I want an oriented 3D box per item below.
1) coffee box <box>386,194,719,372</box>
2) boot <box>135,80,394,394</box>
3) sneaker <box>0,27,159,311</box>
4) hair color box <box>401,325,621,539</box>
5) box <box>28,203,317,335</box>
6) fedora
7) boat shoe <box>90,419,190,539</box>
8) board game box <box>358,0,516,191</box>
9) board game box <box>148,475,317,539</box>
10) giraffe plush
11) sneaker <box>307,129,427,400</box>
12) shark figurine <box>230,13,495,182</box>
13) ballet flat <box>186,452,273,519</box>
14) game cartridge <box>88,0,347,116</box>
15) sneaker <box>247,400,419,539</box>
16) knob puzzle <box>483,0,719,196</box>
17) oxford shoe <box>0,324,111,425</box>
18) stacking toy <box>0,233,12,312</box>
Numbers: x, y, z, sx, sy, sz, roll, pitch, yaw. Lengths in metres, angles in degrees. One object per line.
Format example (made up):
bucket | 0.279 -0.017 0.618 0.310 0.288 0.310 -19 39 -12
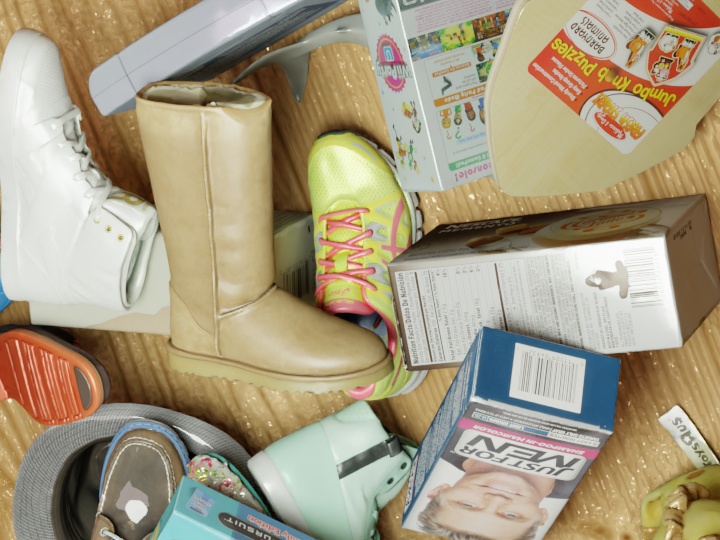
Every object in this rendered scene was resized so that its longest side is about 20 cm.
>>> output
coffee box | 0.133 0.008 1.642 0.199 0.114 0.080 -6 102 25
boot | -0.066 -0.021 1.629 0.174 0.066 0.201 4 113 16
sneaker | -0.191 -0.068 1.684 0.115 0.074 0.201 9 114 19
hair color box | 0.100 0.120 1.642 0.099 0.061 0.200 14 148 -5
box | -0.138 -0.002 1.762 0.199 0.095 0.078 4 105 23
fedora | -0.153 0.171 1.813 0.199 0.090 0.178 8 110 8
boat shoe | -0.162 0.208 1.738 0.072 0.072 0.201 8 111 7
board game box | 0.078 -0.167 1.597 0.064 0.147 0.201 3 109 63
board game box | -0.101 0.260 1.688 0.150 0.047 0.201 26 118 -8
giraffe plush | 0.256 0.188 1.610 0.200 0.162 0.173 37 115 9
sneaker | 0.000 0.000 1.707 0.078 0.090 0.201 -11 98 25
shark figurine | 0.026 -0.142 1.663 0.213 0.089 0.129 22 110 14
ballet flat | -0.074 0.224 1.726 0.075 0.064 0.201 -10 118 50
game cartridge | -0.089 -0.169 1.676 0.199 0.133 0.042 -27 85 25
sneaker | 0.011 0.188 1.762 0.118 0.074 0.201 -31 119 -7
knob puzzle | 0.154 -0.131 1.562 0.030 0.219 0.220 52 123 44
oxford shoe | -0.229 0.066 1.784 0.200 0.072 0.072 11 115 54
stacking toy | -0.344 -0.047 1.841 0.110 0.116 0.201 -39 76 23
